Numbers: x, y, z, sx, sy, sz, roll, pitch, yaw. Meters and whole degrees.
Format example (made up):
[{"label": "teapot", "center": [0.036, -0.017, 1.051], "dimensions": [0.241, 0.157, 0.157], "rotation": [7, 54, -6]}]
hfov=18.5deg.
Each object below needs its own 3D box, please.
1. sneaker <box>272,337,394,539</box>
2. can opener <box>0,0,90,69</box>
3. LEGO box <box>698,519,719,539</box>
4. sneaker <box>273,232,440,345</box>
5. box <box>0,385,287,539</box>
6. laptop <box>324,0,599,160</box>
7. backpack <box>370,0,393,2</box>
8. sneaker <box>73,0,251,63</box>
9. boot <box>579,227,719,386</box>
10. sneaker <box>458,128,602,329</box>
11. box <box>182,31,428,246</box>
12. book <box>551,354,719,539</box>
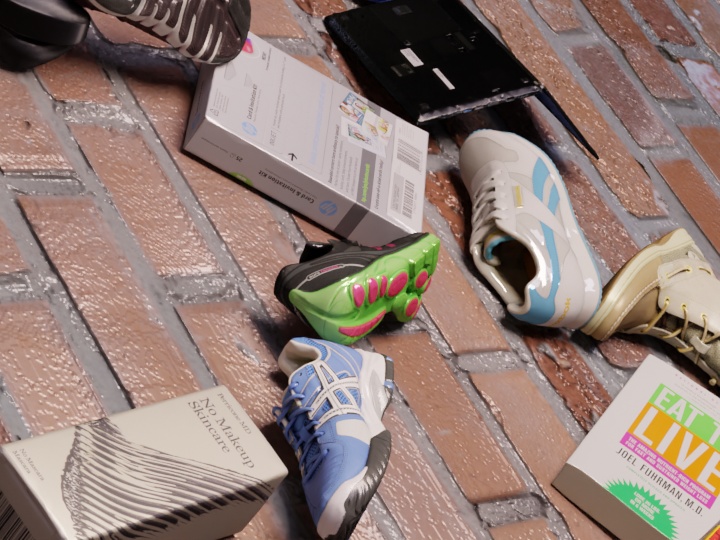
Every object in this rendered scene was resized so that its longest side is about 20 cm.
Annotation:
[{"label": "sneaker", "center": [-0.024, 0.115, 1.515], "dimensions": [0.077, 0.076, 0.200], "rotation": [23, 26, -12]}, {"label": "can opener", "center": [-0.299, -0.208, 1.644], "dimensions": [0.200, 0.079, 0.063], "rotation": [19, 44, -12]}, {"label": "LEGO box", "center": [0.201, 0.249, 1.443], "dimensions": [0.077, 0.200, 0.149], "rotation": [45, 33, 10]}, {"label": "sneaker", "center": [0.000, 0.000, 1.662], "dimensions": [0.084, 0.077, 0.200], "rotation": [27, 16, 19]}, {"label": "box", "center": [-0.144, 0.136, 1.364], "dimensions": [0.200, 0.068, 0.082], "rotation": [-15, 60, -51]}, {"label": "laptop", "center": [0.091, -0.164, 1.985], "dimensions": [0.200, 0.103, 0.177], "rotation": [-16, 43, -24]}, {"label": "backpack", "center": [0.012, -0.344, 2.027], "dimensions": [0.200, 0.162, 0.168], "rotation": [53, 35, 3]}, {"label": "sneaker", "center": [-0.177, -0.221, 1.711], "dimensions": [0.115, 0.076, 0.200], "rotation": [18, -3, 35]}, {"label": "boot", "center": [0.280, 0.052, 1.885], "dimensions": [0.155, 0.072, 0.200], "rotation": [47, 32, 9]}, {"label": "sneaker", "center": [0.127, -0.041, 1.838], "dimensions": [0.081, 0.077, 0.200], "rotation": [5, 46, -40]}, {"label": "box", "center": [-0.040, -0.105, 1.787], "dimensions": [0.200, 0.041, 0.156], "rotation": [29, 33, -17]}, {"label": "book", "center": [0.241, 0.156, 1.748], "dimensions": [0.134, 0.048, 0.200], "rotation": [38, 34, 6]}]
